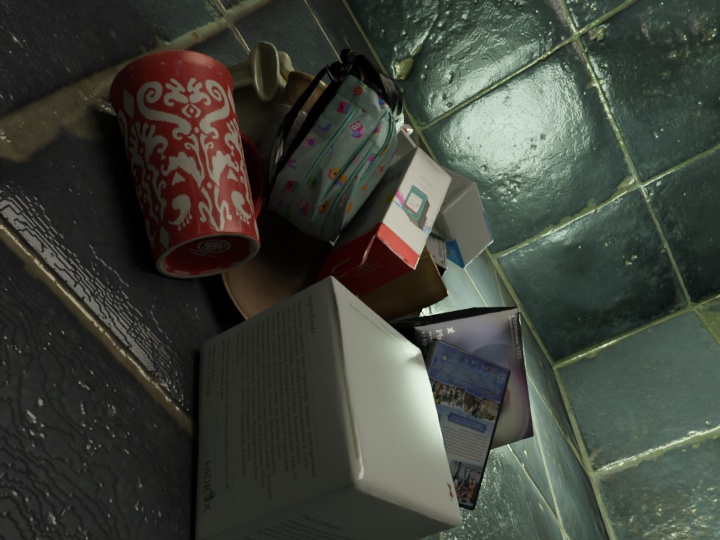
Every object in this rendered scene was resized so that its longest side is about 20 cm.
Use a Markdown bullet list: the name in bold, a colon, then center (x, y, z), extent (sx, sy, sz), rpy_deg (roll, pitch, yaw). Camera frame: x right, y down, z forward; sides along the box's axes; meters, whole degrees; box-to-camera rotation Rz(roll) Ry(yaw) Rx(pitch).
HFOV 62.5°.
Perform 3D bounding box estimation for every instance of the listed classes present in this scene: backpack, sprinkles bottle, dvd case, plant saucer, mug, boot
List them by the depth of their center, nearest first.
- **mug**: center (-0.161, -0.107, 0.637), extent (0.175, 0.133, 0.203), rpy_deg (-5, 69, -33)
- **plant saucer**: center (-0.090, 0.019, 0.731), extent (0.198, 0.037, 0.203), rpy_deg (26, 43, -26)
- **backpack**: center (-0.030, -0.140, 0.733), extent (0.126, 0.201, 0.167), rpy_deg (32, -10, 8)
- **dvd case**: center (0.127, 0.212, 0.812), extent (0.141, 0.017, 0.203), rpy_deg (24, 78, -26)
- **sprinkles bottle**: center (-0.103, -0.166, 0.813), extent (0.067, 0.203, 0.068), rpy_deg (22, 0, 0)
- **boot**: center (0.000, 0.000, 0.840), extent (0.177, 0.198, 0.066), rpy_deg (63, 5, -7)

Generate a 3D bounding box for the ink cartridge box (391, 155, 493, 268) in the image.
- **ink cartridge box**: center (0.129, -0.116, 1.067), extent (0.199, 0.086, 0.147), rpy_deg (37, -17, 44)

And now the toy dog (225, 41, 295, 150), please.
- **toy dog**: center (-0.135, -0.243, 0.921), extent (0.200, 0.138, 0.197), rpy_deg (-26, 96, -73)

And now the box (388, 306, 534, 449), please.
- **box**: center (0.144, 0.166, 0.903), extent (0.196, 0.123, 0.204), rpy_deg (-8, 90, -28)

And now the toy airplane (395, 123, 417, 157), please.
- **toy airplane**: center (0.000, -0.153, 0.897), extent (0.141, 0.196, 0.204), rpy_deg (27, 71, -78)

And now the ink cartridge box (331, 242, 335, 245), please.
- **ink cartridge box**: center (-0.029, -0.049, 0.993), extent (0.196, 0.043, 0.201), rpy_deg (38, 34, -15)

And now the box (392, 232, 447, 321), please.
- **box**: center (0.072, 0.038, 0.995), extent (0.059, 0.202, 0.117), rpy_deg (24, 28, -6)

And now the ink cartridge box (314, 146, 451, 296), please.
- **ink cartridge box**: center (0.028, -0.047, 0.741), extent (0.067, 0.116, 0.202), rpy_deg (39, 54, -18)

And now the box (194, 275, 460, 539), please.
- **box**: center (-0.032, 0.157, 0.581), extent (0.199, 0.170, 0.202), rpy_deg (42, 30, -46)
